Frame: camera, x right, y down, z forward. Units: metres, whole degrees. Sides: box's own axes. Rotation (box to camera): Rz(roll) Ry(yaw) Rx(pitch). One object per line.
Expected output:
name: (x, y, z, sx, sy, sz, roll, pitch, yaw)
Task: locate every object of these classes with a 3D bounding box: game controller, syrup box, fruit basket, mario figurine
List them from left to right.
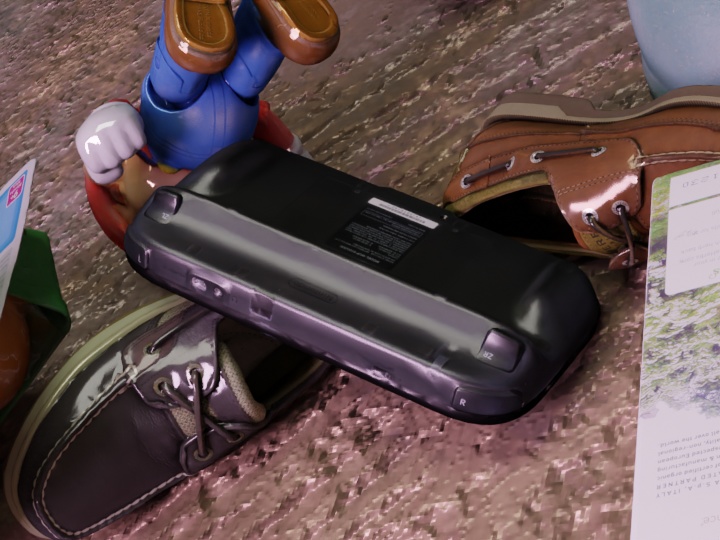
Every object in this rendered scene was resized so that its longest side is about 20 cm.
fruit basket: (-0.203, 0.069, 0.776, 0.185, 0.094, 0.200, -48, 23, 39)
mario figurine: (-0.073, -0.055, 0.838, 0.200, 0.123, 0.106, 125, 165, -55)
game controller: (0.000, 0.000, 0.738, 0.200, 0.042, 0.104, 24, 34, 23)
syrup box: (0.145, 0.047, 0.587, 0.079, 0.082, 0.200, -16, 37, 24)

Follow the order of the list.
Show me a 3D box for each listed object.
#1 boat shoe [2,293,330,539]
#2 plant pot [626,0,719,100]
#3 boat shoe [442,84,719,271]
boat shoe: (-0.067, 0.046, 0.763, 0.201, 0.072, 0.066, -40, 30, -21)
plant pot: (0.201, -0.169, 0.775, 0.200, 0.134, 0.201, -21, 35, 15)
boat shoe: (0.116, -0.030, 0.728, 0.200, 0.072, 0.068, 4, 50, 54)
